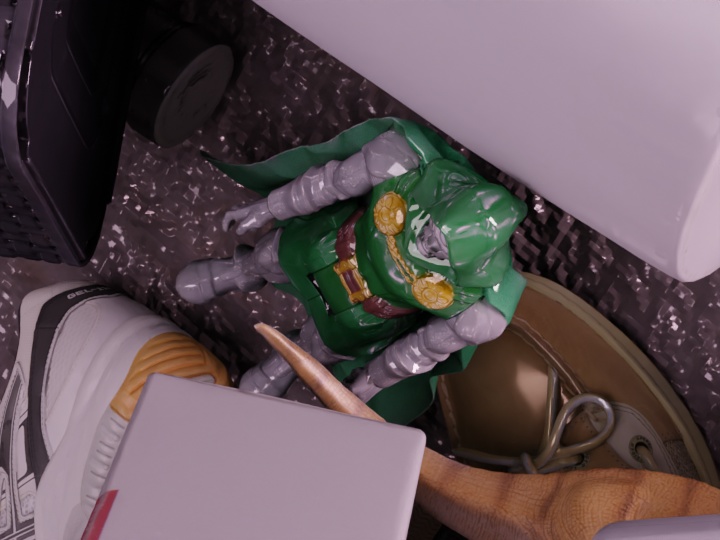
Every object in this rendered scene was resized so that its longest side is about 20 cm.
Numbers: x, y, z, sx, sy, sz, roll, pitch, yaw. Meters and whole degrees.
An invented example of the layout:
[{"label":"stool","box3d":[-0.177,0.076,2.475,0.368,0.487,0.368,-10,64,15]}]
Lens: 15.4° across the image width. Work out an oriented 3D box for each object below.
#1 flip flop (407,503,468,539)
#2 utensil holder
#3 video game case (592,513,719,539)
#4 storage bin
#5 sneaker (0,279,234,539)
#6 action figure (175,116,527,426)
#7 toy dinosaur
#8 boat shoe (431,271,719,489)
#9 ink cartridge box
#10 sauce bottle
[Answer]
[{"label":"flip flop","box3d":[-0.049,0.132,0.891,0.200,0.058,0.081,-41,114,6]},{"label":"utensil holder","box3d":[0.054,-0.117,0.737,0.200,0.170,0.170,35,114,16]},{"label":"video game case","box3d":[0.170,0.148,0.698,0.199,0.023,0.183,-6,101,19]},{"label":"storage bin","box3d":[-0.115,-0.115,0.791,0.093,0.135,0.201,8,74,7]},{"label":"sneaker","box3d":[-0.105,0.096,0.932,0.088,0.075,0.201,36,114,37]},{"label":"action figure","box3d":[0.000,0.000,0.794,0.118,0.055,0.200,58,157,-2]},{"label":"toy dinosaur","box3d":[0.066,0.080,0.764,0.199,0.060,0.107,10,101,19]},{"label":"boat shoe","box3d":[0.076,0.094,0.824,0.073,0.063,0.201,-27,87,30]},{"label":"ink cartridge box","box3d":[-0.047,0.153,0.724,0.083,0.145,0.201,12,118,1]},{"label":"sauce bottle","box3d":[-0.129,-0.113,0.896,0.200,0.066,0.066,34,114,19]}]
